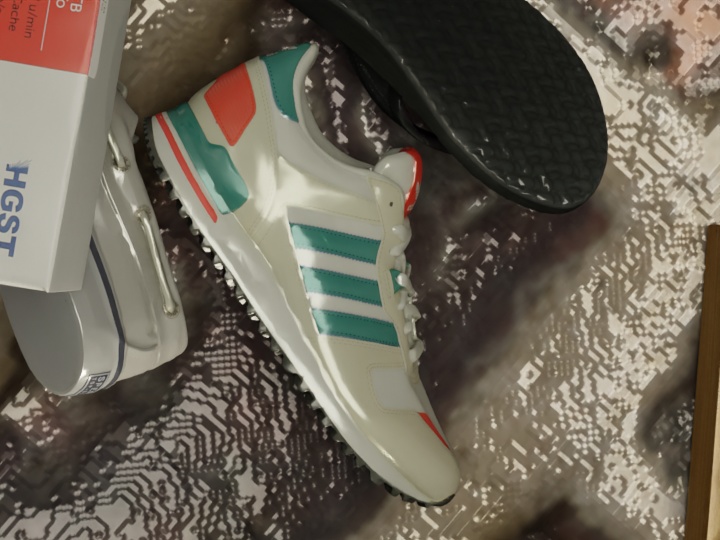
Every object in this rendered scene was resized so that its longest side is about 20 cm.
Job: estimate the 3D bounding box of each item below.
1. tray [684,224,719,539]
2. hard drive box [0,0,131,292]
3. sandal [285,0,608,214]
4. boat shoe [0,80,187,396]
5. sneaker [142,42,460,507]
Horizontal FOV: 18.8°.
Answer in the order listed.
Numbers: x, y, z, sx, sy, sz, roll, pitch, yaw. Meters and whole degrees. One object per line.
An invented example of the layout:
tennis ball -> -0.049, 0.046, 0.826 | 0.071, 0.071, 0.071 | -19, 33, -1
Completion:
tray -> 0.193, 0.084, 0.931 | 0.098, 0.037, 0.201 | 4, 93, -9
hard drive box -> -0.190, -0.085, 0.787 | 0.199, 0.077, 0.156 | 9, 90, 1
sandal -> 0.021, -0.098, 0.891 | 0.200, 0.048, 0.075 | 43, 63, 6
boat shoe -> -0.119, -0.052, 0.865 | 0.066, 0.072, 0.201 | -15, 81, -37
sneaker -> 0.000, 0.000, 0.880 | 0.093, 0.070, 0.200 | -34, 94, 1
